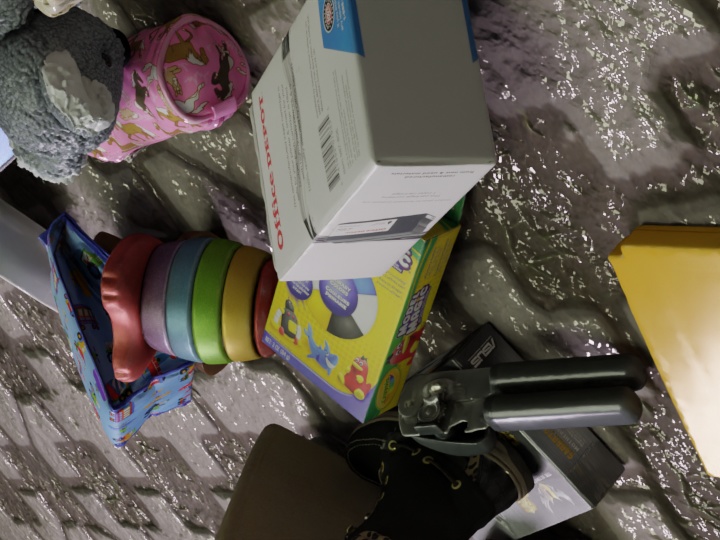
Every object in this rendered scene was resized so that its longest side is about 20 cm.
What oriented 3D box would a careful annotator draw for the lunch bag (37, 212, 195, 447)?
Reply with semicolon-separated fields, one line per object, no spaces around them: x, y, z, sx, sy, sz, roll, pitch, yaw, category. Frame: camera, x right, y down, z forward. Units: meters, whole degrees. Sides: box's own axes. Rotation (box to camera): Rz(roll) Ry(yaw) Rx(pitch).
-0.245;0.046;1.433;0.200;0.094;0.151;55;163;11;lunch bag

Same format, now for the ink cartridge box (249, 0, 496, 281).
0.001;-0.094;0.980;0.200;0.084;0.145;135;130;-62;ink cartridge box

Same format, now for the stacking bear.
-0.099;0.030;1.280;0.199;0.114;0.122;5;125;12;stacking bear

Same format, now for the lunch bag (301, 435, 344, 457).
-0.028;0.264;1.448;0.117;0.164;0.201;-33;92;17;lunch bag

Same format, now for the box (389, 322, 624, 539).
0.102;0.142;1.251;0.158;0.048;0.200;47;152;-1;box

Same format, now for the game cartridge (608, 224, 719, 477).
0.259;0.059;0.960;0.176;0.032;0.201;5;129;51;game cartridge

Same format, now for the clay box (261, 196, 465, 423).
0.000;0.000;1.132;0.115;0.047;0.201;36;129;27;clay box

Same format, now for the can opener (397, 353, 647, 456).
0.118;0.100;1.122;0.199;0.054;0.067;-7;143;32;can opener

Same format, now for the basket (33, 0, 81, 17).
-0.181;-0.293;0.916;0.198;0.200;0.161;41;153;9;basket

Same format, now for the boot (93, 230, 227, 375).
-0.190;-0.001;1.450;0.155;0.077;0.200;37;158;24;boot

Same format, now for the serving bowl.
-0.373;-0.033;1.608;0.200;0.066;0.200;35;175;3;serving bowl

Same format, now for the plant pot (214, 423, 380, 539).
-0.052;0.280;1.276;0.199;0.177;0.201;26;108;8;plant pot

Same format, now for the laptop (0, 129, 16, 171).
-0.367;-0.133;1.409;0.177;0.104;0.200;37;167;-38;laptop

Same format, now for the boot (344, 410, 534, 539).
0.024;0.189;1.204;0.199;0.151;0.073;6;133;48;boot

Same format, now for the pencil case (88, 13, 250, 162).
-0.166;-0.141;1.213;0.086;0.083;0.200;31;158;-27;pencil case

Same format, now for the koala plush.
-0.244;-0.168;1.128;0.177;0.183;0.201;-26;88;62;koala plush
